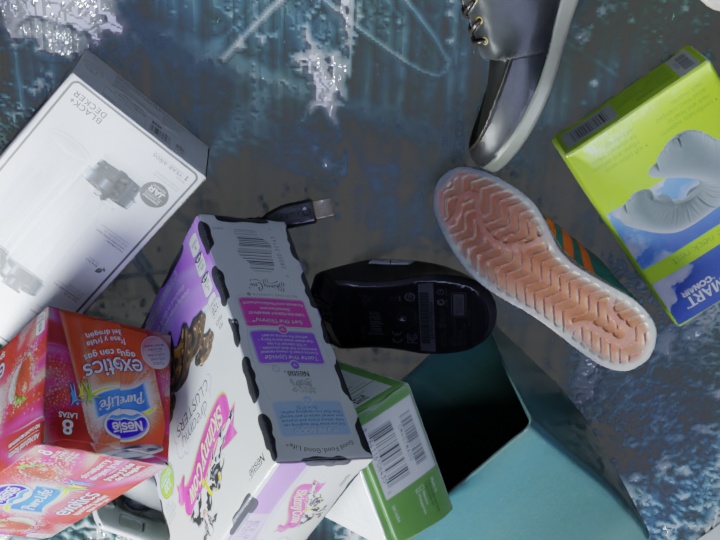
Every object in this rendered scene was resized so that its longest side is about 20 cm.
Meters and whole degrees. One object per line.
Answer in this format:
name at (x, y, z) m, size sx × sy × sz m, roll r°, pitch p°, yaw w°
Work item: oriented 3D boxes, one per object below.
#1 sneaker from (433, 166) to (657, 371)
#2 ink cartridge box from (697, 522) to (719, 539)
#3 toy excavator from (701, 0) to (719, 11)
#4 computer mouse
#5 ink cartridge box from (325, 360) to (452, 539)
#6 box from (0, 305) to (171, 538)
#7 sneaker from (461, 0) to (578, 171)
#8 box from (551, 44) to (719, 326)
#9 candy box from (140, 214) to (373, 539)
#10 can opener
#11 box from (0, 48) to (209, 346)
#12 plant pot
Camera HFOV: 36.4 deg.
sneaker at (0.134, -0.002, 0.827) m, size 0.200 × 0.080 × 0.071 m, roll 42°, pitch 98°, yaw 0°
ink cartridge box at (0.379, 0.318, 0.938) m, size 0.144 × 0.200 × 0.085 m, roll 39°, pitch 112°, yaw -21°
toy excavator at (0.300, -0.186, 0.738) m, size 0.199 × 0.100 × 0.195 m, roll -13°, pitch 116°, yaw 11°
computer mouse at (0.000, 0.000, 0.828) m, size 0.199 × 0.046 × 0.141 m, roll -4°, pitch 122°, yaw 10°
ink cartridge box at (-0.026, 0.123, 0.812) m, size 0.059 × 0.200 × 0.104 m, roll -28°, pitch 109°, yaw -28°
box at (-0.222, 0.115, 0.778) m, size 0.095 × 0.100 × 0.200 m, roll 16°, pitch 146°, yaw -35°
sneaker at (0.084, -0.173, 0.736) m, size 0.106 × 0.075 × 0.201 m, roll 15°, pitch 106°, yaw -7°
box at (0.247, -0.051, 0.821) m, size 0.122 × 0.048 × 0.200 m, roll -34°, pitch 114°, yaw 12°
candy box at (-0.086, 0.091, 0.751) m, size 0.071 × 0.200 × 0.168 m, roll 3°, pitch 137°, yaw -33°
can opener at (-0.131, 0.221, 0.922) m, size 0.200 × 0.053 × 0.067 m, roll 27°, pitch 111°, yaw -18°
box at (-0.214, -0.042, 0.776) m, size 0.117 × 0.060 × 0.200 m, roll 37°, pitch 108°, yaw -21°
plant pot at (0.126, 0.168, 0.874) m, size 0.141 × 0.141 × 0.200 m, roll -43°, pitch 120°, yaw 16°
